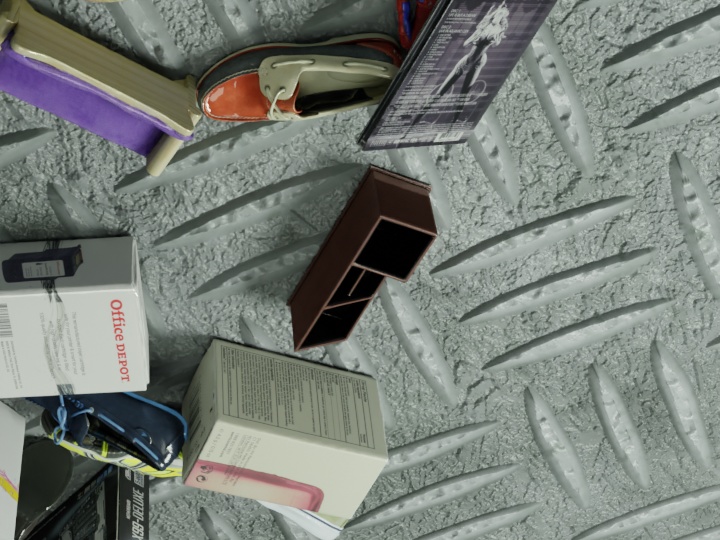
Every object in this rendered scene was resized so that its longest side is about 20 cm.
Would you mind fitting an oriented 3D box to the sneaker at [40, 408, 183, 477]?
[{"bbox_3d":[-0.258,0.195,1.658,0.199,0.076,0.076,16,140,-11],"label":"sneaker"}]

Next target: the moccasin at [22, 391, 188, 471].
[{"bbox_3d":[-0.283,0.153,1.578,0.199,0.068,0.081,17,153,11],"label":"moccasin"}]

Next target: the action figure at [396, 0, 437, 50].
[{"bbox_3d":[0.065,-0.256,1.329,0.065,0.052,0.200,1,135,-1],"label":"action figure"}]

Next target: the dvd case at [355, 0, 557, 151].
[{"bbox_3d":[0.093,-0.191,1.361,0.148,0.016,0.200,-9,142,-45],"label":"dvd case"}]

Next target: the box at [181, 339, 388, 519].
[{"bbox_3d":[-0.085,0.173,1.624,0.199,0.128,0.109,16,127,-19],"label":"box"}]

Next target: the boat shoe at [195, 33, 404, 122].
[{"bbox_3d":[-0.056,-0.169,1.379,0.199,0.063,0.071,-10,133,3],"label":"boat shoe"}]

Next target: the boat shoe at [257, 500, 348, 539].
[{"bbox_3d":[-0.085,0.246,1.737,0.200,0.072,0.062,38,92,-36],"label":"boat shoe"}]

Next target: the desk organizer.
[{"bbox_3d":[0.000,0.000,1.520,0.072,0.077,0.200,18,126,-21],"label":"desk organizer"}]

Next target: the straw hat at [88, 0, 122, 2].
[{"bbox_3d":[-0.212,-0.287,1.241,0.200,0.085,0.202,-4,131,-5],"label":"straw hat"}]

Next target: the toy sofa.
[{"bbox_3d":[-0.247,-0.159,1.339,0.200,0.098,0.083,25,123,-27],"label":"toy sofa"}]

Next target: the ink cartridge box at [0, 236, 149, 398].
[{"bbox_3d":[-0.318,0.049,1.516,0.199,0.084,0.145,-3,131,-3],"label":"ink cartridge box"}]

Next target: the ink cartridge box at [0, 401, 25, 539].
[{"bbox_3d":[-0.460,0.228,1.574,0.147,0.200,0.146,-34,126,21],"label":"ink cartridge box"}]

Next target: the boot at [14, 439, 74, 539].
[{"bbox_3d":[-0.408,0.292,1.704,0.069,0.200,0.174,36,153,-4],"label":"boot"}]

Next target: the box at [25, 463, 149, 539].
[{"bbox_3d":[-0.320,0.331,1.709,0.050,0.158,0.200,34,120,-30],"label":"box"}]
